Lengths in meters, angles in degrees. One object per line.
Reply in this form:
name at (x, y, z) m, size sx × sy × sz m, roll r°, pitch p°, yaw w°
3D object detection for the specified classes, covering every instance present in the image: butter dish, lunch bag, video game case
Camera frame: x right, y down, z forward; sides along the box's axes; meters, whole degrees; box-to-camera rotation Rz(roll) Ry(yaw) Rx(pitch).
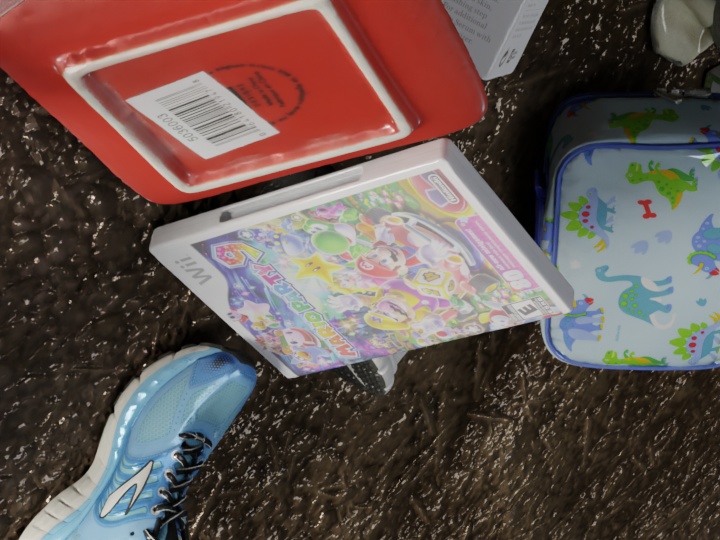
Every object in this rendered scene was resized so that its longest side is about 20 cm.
butter dish at (-0.058, -0.141, 0.764) m, size 0.197 × 0.149 × 0.200 m, roll -14°, pitch 154°, yaw 16°
lunch bag at (0.197, -0.027, 1.099) m, size 0.159 × 0.083 × 0.202 m, roll -1°, pitch 128°, yaw 2°
video game case at (0.000, 0.000, 0.893) m, size 0.143 × 0.198 × 0.018 m, roll 45°, pitch 42°, yaw -39°

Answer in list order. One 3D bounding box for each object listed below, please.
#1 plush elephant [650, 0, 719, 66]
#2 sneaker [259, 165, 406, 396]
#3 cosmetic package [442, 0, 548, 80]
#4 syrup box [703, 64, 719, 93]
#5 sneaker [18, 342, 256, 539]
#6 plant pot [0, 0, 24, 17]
plush elephant at (0.289, -0.174, 1.071) m, size 0.163 × 0.201 × 0.155 m, roll -24°, pitch 159°, yaw -10°
sneaker at (-0.006, -0.009, 0.982) m, size 0.080 × 0.073 × 0.201 m, roll -51°, pitch 148°, yaw -22°
cosmetic package at (0.076, -0.214, 0.846) m, size 0.201 × 0.101 × 0.071 m, roll -63°, pitch 169°, yaw 17°
syrup box at (0.302, -0.061, 1.219) m, size 0.081 × 0.079 × 0.202 m, roll -24°, pitch 135°, yaw -29°
sneaker at (-0.119, 0.136, 0.958) m, size 0.201 × 0.090 × 0.078 m, roll -55°, pitch 141°, yaw 4°
plant pot at (-0.257, -0.141, 0.539) m, size 0.199 × 0.200 × 0.177 m, roll -38°, pitch 127°, yaw -15°
